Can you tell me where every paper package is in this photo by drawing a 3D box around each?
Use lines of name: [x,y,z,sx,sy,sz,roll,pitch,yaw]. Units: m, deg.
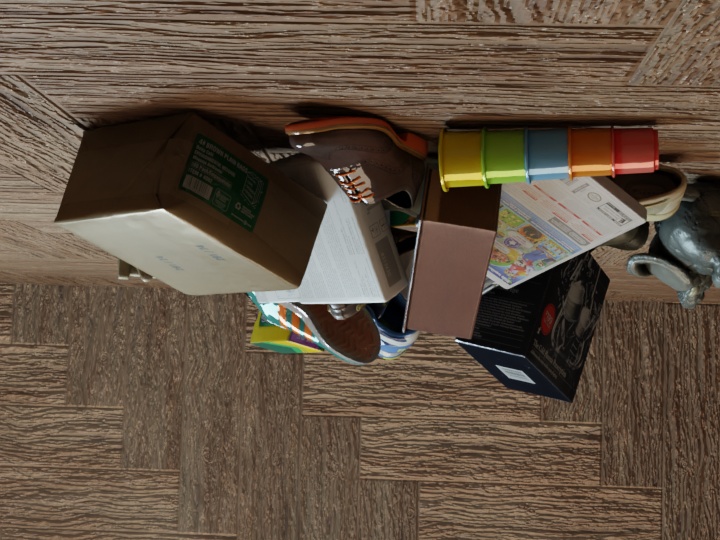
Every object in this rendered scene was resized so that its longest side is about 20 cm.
paper package: [-0.167,-0.059,1.257,0.189,0.104,0.199,-4,154,42]

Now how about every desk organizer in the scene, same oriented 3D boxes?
desk organizer: [0.093,-0.013,1.312,0.076,0.072,0.201,9,145,2]

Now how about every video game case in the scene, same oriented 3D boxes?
video game case: [0.173,-0.054,1.307,0.143,0.018,0.199,33,140,-27]

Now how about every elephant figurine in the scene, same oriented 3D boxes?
elephant figurine: [0.384,-0.025,1.505,0.141,0.156,0.200,-21,177,-29]

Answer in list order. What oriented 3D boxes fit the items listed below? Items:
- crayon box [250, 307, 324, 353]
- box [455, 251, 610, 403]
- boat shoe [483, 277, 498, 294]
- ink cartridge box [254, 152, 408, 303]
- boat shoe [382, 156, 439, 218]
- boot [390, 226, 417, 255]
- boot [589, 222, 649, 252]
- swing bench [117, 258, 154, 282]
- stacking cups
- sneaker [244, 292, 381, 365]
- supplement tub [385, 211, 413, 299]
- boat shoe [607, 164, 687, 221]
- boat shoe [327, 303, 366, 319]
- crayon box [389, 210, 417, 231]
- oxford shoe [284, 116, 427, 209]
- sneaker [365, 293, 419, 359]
crayon box: [-0.072,0.006,1.667,0.058,0.202,0.172,18,170,-20]
box: [0.229,0.050,1.653,0.103,0.184,0.200,11,164,31]
boat shoe: [0.192,-0.027,1.545,0.199,0.068,0.072,-34,-153,16]
ink cartridge box: [-0.056,-0.045,1.346,0.199,0.162,0.050,-1,-155,45]
boat shoe: [0.052,-0.095,1.382,0.198,0.073,0.063,0,-159,23]
boot: [-0.011,-0.058,1.461,0.198,0.069,0.188,9,-171,34]
boot: [0.269,-0.066,1.660,0.130,0.068,0.199,18,165,-32]
swing bench: [-0.197,-0.045,1.624,0.197,0.131,0.200,3,180,-19]
stacking cups: [0.172,-0.103,1.164,0.198,0.061,0.060,1,175,13]
sneaker: [-0.064,0.044,1.510,0.199,0.072,0.080,38,158,-8]
supplement tub: [0.095,-0.022,1.669,0.140,0.142,0.199,-3,173,44]
boat shoe: [0.237,-0.087,1.317,0.198,0.073,0.065,2,163,4]
boat shoe: [0.000,0.000,1.479,0.071,0.060,0.200,-5,-165,17]
crayon box: [0.140,-0.078,1.473,0.118,0.059,0.199,5,174,-38]
oxford shoe: [0.002,-0.100,1.188,0.071,0.073,0.199,-1,174,37]
sneaker: [-0.004,0.026,1.550,0.199,0.074,0.082,37,155,-11]
